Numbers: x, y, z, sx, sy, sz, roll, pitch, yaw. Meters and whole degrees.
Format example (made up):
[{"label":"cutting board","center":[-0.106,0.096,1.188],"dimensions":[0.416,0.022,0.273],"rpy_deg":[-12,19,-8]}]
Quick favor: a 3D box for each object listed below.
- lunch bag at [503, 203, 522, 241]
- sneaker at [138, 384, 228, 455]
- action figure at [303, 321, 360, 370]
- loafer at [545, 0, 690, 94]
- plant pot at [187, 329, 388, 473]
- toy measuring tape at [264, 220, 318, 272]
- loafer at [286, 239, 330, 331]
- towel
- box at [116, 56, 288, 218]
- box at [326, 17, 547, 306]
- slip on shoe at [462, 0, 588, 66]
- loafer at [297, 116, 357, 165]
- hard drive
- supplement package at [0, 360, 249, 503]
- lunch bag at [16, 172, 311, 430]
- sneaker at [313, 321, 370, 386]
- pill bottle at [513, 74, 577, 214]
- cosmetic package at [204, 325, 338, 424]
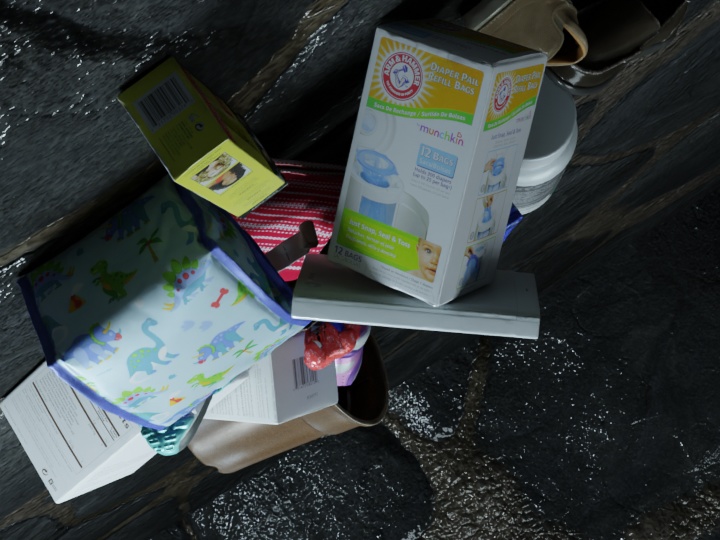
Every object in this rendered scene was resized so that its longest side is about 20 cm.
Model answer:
[{"label":"lunch bag","center":[0.061,-0.065,1.688],"dimensions":[0.094,0.151,0.200],"rpy_deg":[-32,171,-34]},{"label":"sneaker","center":[-0.142,0.088,1.604],"dimensions":[0.077,0.201,0.091],"rpy_deg":[-7,140,27]},{"label":"action figure","center":[-0.023,0.049,1.712],"dimensions":[0.065,0.052,0.200],"rpy_deg":[-28,-168,19]},{"label":"loafer","center":[0.243,-0.234,1.692],"dimensions":[0.200,0.073,0.071],"rpy_deg":[-34,165,-38]},{"label":"plant pot","center":[-0.104,0.123,2.012],"dimensions":[0.197,0.201,0.200],"rpy_deg":[-28,173,22]},{"label":"toy measuring tape","center":[-0.130,0.007,1.523],"dimensions":[0.199,0.074,0.073],"rpy_deg":[-30,172,25]},{"label":"loafer","center":[0.000,0.000,1.636],"dimensions":[0.199,0.072,0.073],"rpy_deg":[-34,134,25]},{"label":"towel","center":[-0.085,-0.041,1.526],"dimensions":[0.143,0.023,0.200],"rpy_deg":[4,154,-21]},{"label":"box","center":[-0.108,-0.090,1.256],"dimensions":[0.050,0.076,0.200],"rpy_deg":[-36,169,5]},{"label":"box","center":[0.061,-0.091,1.419],"dimensions":[0.101,0.112,0.201],"rpy_deg":[-19,127,-57]},{"label":"slip on shoe","center":[0.149,-0.210,1.538],"dimensions":[0.076,0.061,0.200],"rpy_deg":[-36,170,17]},{"label":"loafer","center":[0.006,-0.095,1.601],"dimensions":[0.199,0.071,0.073],"rpy_deg":[-35,170,11]},{"label":"hard drive","center":[0.047,0.020,1.472],"dimensions":[0.198,0.026,0.132],"rpy_deg":[5,-165,2]},{"label":"supplement package","center":[-0.230,0.115,1.718],"dimensions":[0.200,0.120,0.121],"rpy_deg":[-39,168,32]},{"label":"lunch bag","center":[-0.151,0.037,1.443],"dimensions":[0.169,0.128,0.200],"rpy_deg":[-34,139,8]},{"label":"sneaker","center":[-0.038,0.054,1.885],"dimensions":[0.080,0.201,0.089],"rpy_deg":[-6,123,-8]},{"label":"pill bottle","center":[0.161,-0.131,1.807],"dimensions":[0.113,0.114,0.200],"rpy_deg":[-32,171,-7]},{"label":"cosmetic package","center":[-0.133,0.100,1.792],"dimensions":[0.199,0.086,0.107],"rpy_deg":[0,-171,38]}]
